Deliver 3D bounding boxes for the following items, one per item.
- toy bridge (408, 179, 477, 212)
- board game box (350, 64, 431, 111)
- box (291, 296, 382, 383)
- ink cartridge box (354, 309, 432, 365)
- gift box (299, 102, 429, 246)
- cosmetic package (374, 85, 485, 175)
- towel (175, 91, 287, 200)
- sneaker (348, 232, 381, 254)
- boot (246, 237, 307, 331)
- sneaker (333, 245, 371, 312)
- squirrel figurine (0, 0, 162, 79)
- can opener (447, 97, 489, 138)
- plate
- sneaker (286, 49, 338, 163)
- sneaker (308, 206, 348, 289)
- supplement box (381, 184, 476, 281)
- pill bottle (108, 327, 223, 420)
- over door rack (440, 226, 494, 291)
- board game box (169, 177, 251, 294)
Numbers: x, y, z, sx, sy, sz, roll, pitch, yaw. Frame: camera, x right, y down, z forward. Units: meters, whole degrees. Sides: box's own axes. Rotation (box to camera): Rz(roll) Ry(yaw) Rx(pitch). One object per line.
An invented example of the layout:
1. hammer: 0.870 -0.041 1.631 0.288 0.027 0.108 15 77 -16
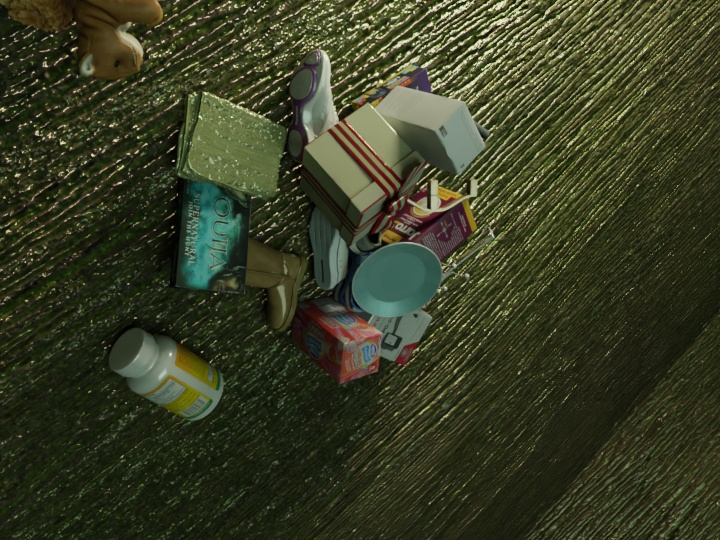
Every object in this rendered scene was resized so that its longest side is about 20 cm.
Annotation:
1. toy bridge: 0.152 -0.158 1.227 0.198 0.027 0.068 -4 101 -14
2. board game box: 0.084 -0.295 1.207 0.165 0.057 0.201 -36 131 -17
3. box: -0.055 0.141 1.224 0.102 0.200 0.095 -11 117 -36
4. ink cartridge box: 0.059 0.129 1.391 0.200 0.083 0.146 28 94 -44
5. gift box: 0.017 -0.178 1.078 0.200 0.187 0.185 -39 172 -13
6. cosmetic package: 0.123 -0.264 1.078 0.081 0.200 0.113 -47 133 -9
7. towel: -0.220 -0.212 1.002 0.199 0.036 0.149 11 92 -42
8. sneaker: 0.016 -0.135 1.199 0.074 0.079 0.202 -6 93 -35
9. boot: -0.214 0.024 1.133 0.199 0.066 0.176 14 91 -43
10. sneaker: 0.000 0.000 1.277 0.074 0.082 0.201 -4 113 -36
11. squirrel figurine: -0.369 -0.361 0.775 0.199 0.142 0.188 6 120 -26
12. can opener: 0.233 -0.329 1.309 0.199 0.066 0.053 18 99 -48
13. plate: 0.077 0.018 1.235 0.199 0.026 0.201 -6 128 -8
14. sneaker: -0.083 -0.303 1.070 0.099 0.075 0.201 -18 128 -47
15. sneaker: -0.062 -0.060 1.215 0.071 0.073 0.201 -33 136 -49
16. supplement box: 0.143 -0.090 1.313 0.200 0.131 0.103 -42 131 -15
17. pill bottle: -0.357 0.189 1.066 0.113 0.113 0.200 -49 134 -7
18. over door rack: 0.235 -0.046 1.430 0.200 0.067 0.147 -48 136 10
19. board game box: -0.258 -0.063 1.014 0.135 0.028 0.202 9 81 -42
